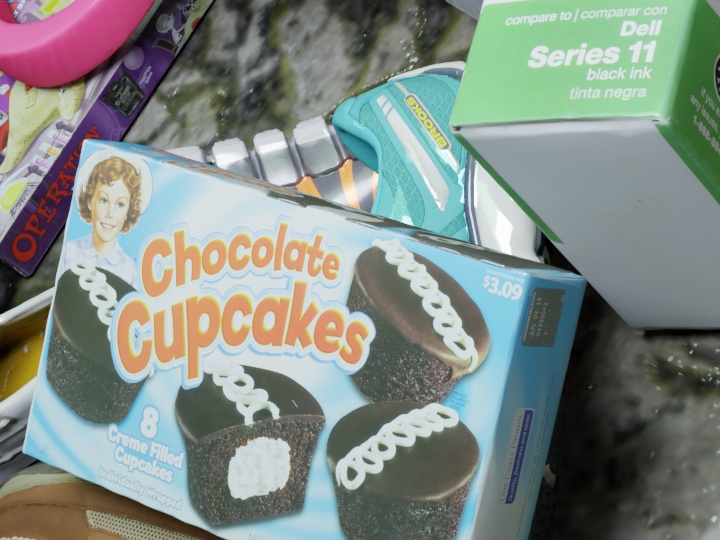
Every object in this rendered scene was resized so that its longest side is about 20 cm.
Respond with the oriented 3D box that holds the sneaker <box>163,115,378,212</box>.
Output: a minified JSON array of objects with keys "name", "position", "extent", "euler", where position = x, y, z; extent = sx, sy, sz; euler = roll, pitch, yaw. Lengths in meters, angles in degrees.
[{"name":"sneaker","position":[0.000,0.000,0.980],"extent":[0.200,0.078,0.112],"euler":[-14,76,14]}]

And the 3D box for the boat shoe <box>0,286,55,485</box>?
[{"name":"boat shoe","position":[-0.159,0.045,1.062],"extent":[0.202,0.086,0.075],"euler":[-21,50,28]}]

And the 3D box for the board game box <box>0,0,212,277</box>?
[{"name":"board game box","position":[-0.135,-0.102,1.188],"extent":[0.120,0.032,0.200],"euler":[24,79,50]}]

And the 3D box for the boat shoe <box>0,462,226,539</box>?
[{"name":"boat shoe","position":[-0.064,0.114,0.946],"extent":[0.200,0.076,0.074],"euler":[-1,65,40]}]

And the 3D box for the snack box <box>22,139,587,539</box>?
[{"name":"snack box","position":[-0.025,0.033,0.869],"extent":[0.200,0.037,0.117],"euler":[17,98,38]}]

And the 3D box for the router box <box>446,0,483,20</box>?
[{"name":"router box","position":[0.070,-0.199,0.955],"extent":[0.049,0.200,0.180],"euler":[34,85,28]}]

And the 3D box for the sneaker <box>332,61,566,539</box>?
[{"name":"sneaker","position":[0.029,0.025,0.899],"extent":[0.079,0.078,0.201],"euler":[-6,69,6]}]

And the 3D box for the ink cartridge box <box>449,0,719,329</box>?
[{"name":"ink cartridge box","position":[0.119,-0.099,0.885],"extent":[0.083,0.147,0.200],"euler":[-1,62,35]}]

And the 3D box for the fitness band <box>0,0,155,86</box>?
[{"name":"fitness band","position":[-0.135,-0.167,1.186],"extent":[0.144,0.037,0.200],"euler":[-42,41,11]}]
